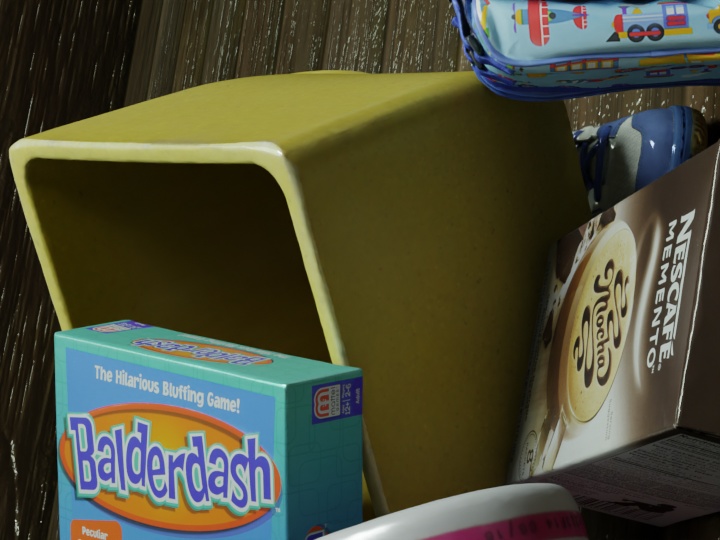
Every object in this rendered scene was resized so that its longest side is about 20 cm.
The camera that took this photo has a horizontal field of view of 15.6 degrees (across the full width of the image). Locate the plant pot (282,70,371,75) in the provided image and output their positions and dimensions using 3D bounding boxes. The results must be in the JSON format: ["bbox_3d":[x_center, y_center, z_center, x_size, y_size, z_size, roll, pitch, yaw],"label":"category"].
[{"bbox_3d":[0.009,-0.011,1.419,0.189,0.201,0.201,3,79,61],"label":"plant pot"}]

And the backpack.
[{"bbox_3d":[0.116,-0.141,1.089,0.200,0.182,0.135,69,-162,-87],"label":"backpack"}]

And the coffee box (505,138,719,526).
[{"bbox_3d":[0.132,0.030,1.034,0.200,0.080,0.113,143,140,-71],"label":"coffee box"}]

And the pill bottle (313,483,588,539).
[{"bbox_3d":[0.047,0.184,0.918,0.113,0.113,0.200,134,123,-66],"label":"pill bottle"}]

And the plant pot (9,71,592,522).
[{"bbox_3d":[0.000,0.000,1.171,0.195,0.200,0.194,4,115,49],"label":"plant pot"}]

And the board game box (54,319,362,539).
[{"bbox_3d":[-0.064,0.130,1.085,0.152,0.045,0.200,9,103,47],"label":"board game box"}]

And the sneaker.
[{"bbox_3d":[0.097,-0.034,1.248,0.200,0.088,0.075,141,143,-68],"label":"sneaker"}]
